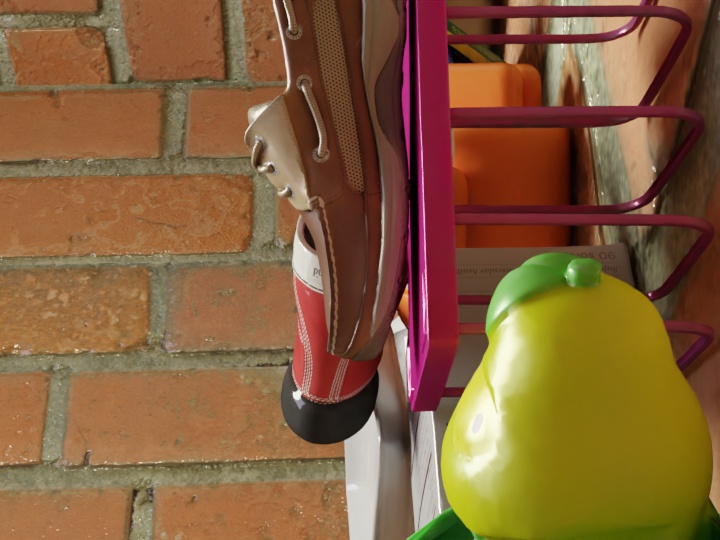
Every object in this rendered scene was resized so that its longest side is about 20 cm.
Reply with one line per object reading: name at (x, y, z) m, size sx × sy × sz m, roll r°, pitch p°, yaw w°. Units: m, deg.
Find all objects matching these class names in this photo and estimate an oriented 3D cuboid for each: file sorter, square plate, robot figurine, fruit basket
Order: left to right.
square plate at (0.010, 0.125, 0.936) m, size 0.198 × 0.028 × 0.200 m, roll -99°, pitch 9°, yaw -58°
robot figurine at (0.078, -0.031, 0.943) m, size 0.144 × 0.117 × 0.200 m, roll -159°, pitch 68°, yaw -74°
file sorter at (0.084, -0.048, 0.673) m, size 0.139 × 0.125 × 0.200 m, roll 95°, pitch 174°, yaw -74°
fruit basket at (0.073, 0.104, 0.543) m, size 0.216 × 0.155 × 0.216 m, roll 55°, pitch -172°, yaw -11°

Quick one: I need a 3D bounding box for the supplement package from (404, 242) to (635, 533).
supplement package at (0.087, 0.098, 0.760) m, size 0.117 × 0.117 × 0.200 m, roll 94°, pitch 173°, yaw -53°

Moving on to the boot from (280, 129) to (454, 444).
boot at (0.000, 0.000, 0.829) m, size 0.200 × 0.072 × 0.144 m, roll -66°, pitch -13°, yaw -53°

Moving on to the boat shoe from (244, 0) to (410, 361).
boat shoe at (-0.015, -0.060, 0.662) m, size 0.076 × 0.072 × 0.200 m, roll 131°, pitch 139°, yaw -88°

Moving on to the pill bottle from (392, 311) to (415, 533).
pill bottle at (0.073, 0.090, 1.048) m, size 0.116 × 0.116 × 0.200 m, roll 95°, pitch 173°, yaw -65°

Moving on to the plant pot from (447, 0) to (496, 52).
plant pot at (0.039, -0.218, 1.247) m, size 0.187 × 0.187 × 0.200 m, roll -97°, pitch -8°, yaw -63°

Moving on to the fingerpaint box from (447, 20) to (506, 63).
fingerpaint box at (0.041, -0.099, 1.074) m, size 0.200 × 0.073 × 0.167 m, roll 24°, pitch -122°, yaw -51°
